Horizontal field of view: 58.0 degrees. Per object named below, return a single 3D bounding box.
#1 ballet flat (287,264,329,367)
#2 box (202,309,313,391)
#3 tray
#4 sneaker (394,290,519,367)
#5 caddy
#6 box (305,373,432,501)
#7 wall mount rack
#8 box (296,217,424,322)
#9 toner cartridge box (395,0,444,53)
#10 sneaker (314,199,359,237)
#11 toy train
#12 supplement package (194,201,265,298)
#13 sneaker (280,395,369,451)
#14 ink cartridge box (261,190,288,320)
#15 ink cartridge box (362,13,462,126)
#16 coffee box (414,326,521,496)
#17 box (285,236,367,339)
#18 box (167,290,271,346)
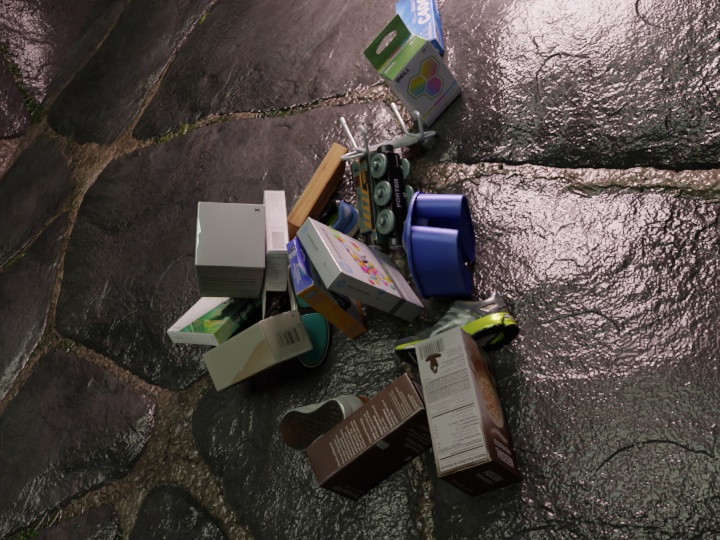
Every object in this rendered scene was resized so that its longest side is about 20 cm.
[{"bbox_3d":[-0.101,0.082,1.209,0.069,0.069,0.200,-18,76,28],"label":"ballet flat"},{"bbox_3d":[-0.188,0.146,1.169,0.200,0.095,0.078,-30,81,43],"label":"box"},{"bbox_3d":[-0.088,-0.154,1.326,0.037,0.099,0.200,27,70,4],"label":"tray"},{"bbox_3d":[0.147,0.095,1.022,0.200,0.074,0.081,-19,45,18],"label":"sneaker"},{"bbox_3d":[0.120,-0.038,1.042,0.105,0.200,0.142,1,59,19],"label":"caddy"},{"bbox_3d":[0.027,0.253,0.978,0.200,0.100,0.075,-38,46,11],"label":"box"},{"bbox_3d":[0.042,-0.282,1.300,0.200,0.075,0.174,-17,19,-10],"label":"wall mount rack"},{"bbox_3d":[0.000,0.000,1.095,0.041,0.200,0.156,-51,42,18],"label":"box"},{"bbox_3d":[0.132,-0.554,1.475,0.095,0.043,0.200,-21,51,27],"label":"toner cartridge box"},{"bbox_3d":[-0.086,-0.055,1.278,0.078,0.089,0.200,26,81,45],"label":"sneaker"},{"bbox_3d":[0.040,-0.131,1.214,0.114,0.085,0.201,-17,76,49],"label":"toy train"},{"bbox_3d":[-0.239,-0.032,1.196,0.119,0.200,0.122,2,72,-11],"label":"supplement package"},{"bbox_3d":[-0.055,0.253,1.079,0.200,0.085,0.073,-27,73,45],"label":"sneaker"},{"bbox_3d":[-0.166,-0.028,1.242,0.043,0.174,0.200,0,39,-10],"label":"ink cartridge box"},{"bbox_3d":[0.106,-0.388,1.273,0.104,0.200,0.059,-47,43,2],"label":"ink cartridge box"},{"bbox_3d":[0.148,0.197,0.914,0.080,0.114,0.200,-25,50,22],"label":"coffee box"},{"bbox_3d":[-0.064,0.025,1.128,0.041,0.200,0.119,-32,46,16],"label":"box"},{"bbox_3d":[-0.277,0.075,1.319,0.144,0.036,0.200,-2,36,37],"label":"box"}]
